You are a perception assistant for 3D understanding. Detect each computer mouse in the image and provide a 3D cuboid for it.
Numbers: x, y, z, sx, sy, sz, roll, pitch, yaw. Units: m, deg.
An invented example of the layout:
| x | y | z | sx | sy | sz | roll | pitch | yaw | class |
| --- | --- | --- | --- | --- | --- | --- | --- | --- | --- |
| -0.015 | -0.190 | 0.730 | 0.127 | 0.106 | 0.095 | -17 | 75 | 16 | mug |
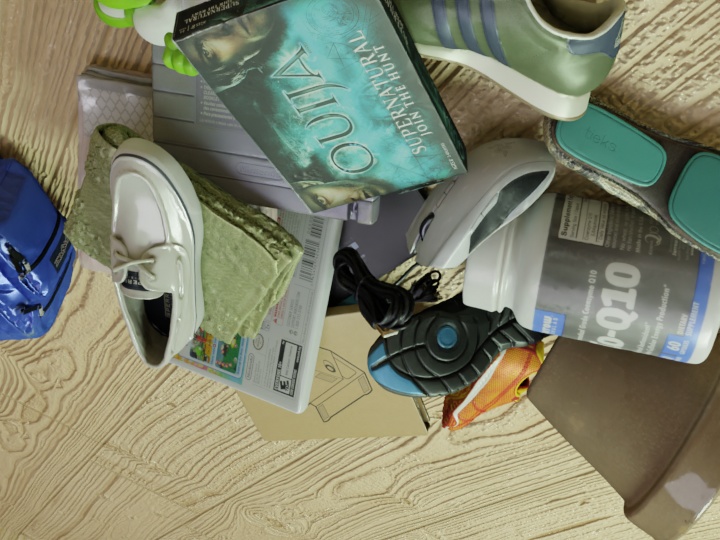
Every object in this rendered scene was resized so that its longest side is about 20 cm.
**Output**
| x | y | z | sx | sy | sz | roll | pitch | yaw | class |
| --- | --- | --- | --- | --- | --- | --- | --- | --- | --- |
| 0.065 | -0.041 | 0.686 | 0.200 | 0.110 | 0.044 | -43 | 124 | 5 | computer mouse |

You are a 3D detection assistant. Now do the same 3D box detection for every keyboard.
| x | y | z | sx | sy | sz | roll | pitch | yaw | class |
| --- | --- | --- | --- | --- | --- | --- | --- | --- | --- |
| 0.000 | 0.000 | 0.830 | 0.198 | 0.021 | 0.128 | -31 | 104 | 28 | keyboard |

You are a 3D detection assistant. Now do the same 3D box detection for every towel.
| x | y | z | sx | sy | sz | roll | pitch | yaw | class |
| --- | --- | --- | --- | --- | --- | --- | --- | --- | --- |
| -0.167 | -0.074 | 0.788 | 0.195 | 0.032 | 0.195 | 11 | 112 | 14 | towel |
| -0.152 | -0.026 | 0.745 | 0.197 | 0.037 | 0.149 | 31 | 133 | -7 | towel |

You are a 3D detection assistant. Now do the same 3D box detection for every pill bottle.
| x | y | z | sx | sy | sz | roll | pitch | yaw | class |
| --- | --- | --- | --- | --- | --- | --- | --- | --- | --- |
| 0.188 | 0.000 | 0.716 | 0.195 | 0.115 | 0.115 | 11 | 145 | 13 | pill bottle |

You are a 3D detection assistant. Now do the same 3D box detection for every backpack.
| x | y | z | sx | sy | sz | roll | pitch | yaw | class |
| --- | --- | --- | --- | --- | --- | --- | --- | --- | --- |
| -0.399 | -0.015 | 0.959 | 0.164 | 0.165 | 0.202 | 1 | 141 | 20 | backpack |

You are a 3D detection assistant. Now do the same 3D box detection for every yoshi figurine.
| x | y | z | sx | sy | sz | roll | pitch | yaw | class |
| --- | --- | --- | --- | --- | --- | --- | --- | --- | --- |
| -0.119 | -0.201 | 0.617 | 0.196 | 0.113 | 0.114 | 8 | 129 | 21 | yoshi figurine |

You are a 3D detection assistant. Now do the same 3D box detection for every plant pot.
| x | y | z | sx | sy | sz | roll | pitch | yaw | class |
| --- | --- | --- | --- | --- | --- | --- | --- | --- | --- |
| 0.251 | 0.113 | 0.798 | 0.173 | 0.201 | 0.202 | 32 | 148 | 12 | plant pot |

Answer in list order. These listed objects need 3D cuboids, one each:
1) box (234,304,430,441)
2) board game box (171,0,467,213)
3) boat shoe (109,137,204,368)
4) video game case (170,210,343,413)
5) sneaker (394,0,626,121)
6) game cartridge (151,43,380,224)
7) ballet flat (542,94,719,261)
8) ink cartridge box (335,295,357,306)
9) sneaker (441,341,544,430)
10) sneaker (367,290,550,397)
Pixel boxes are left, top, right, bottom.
| x | y | z | sx | sy | sz | roll | pitch | yaw | class |
| --- | --- | --- | --- | --- | --- | --- | --- | --- | --- |
| -0.043 | 0.108 | 0.886 | 0.196 | 0.021 | 0.166 | -7 | 126 | 25 | box |
| -0.018 | -0.116 | 0.596 | 0.132 | 0.029 | 0.200 | -13 | 146 | 20 | board game box |
| -0.169 | -0.006 | 0.697 | 0.070 | 0.066 | 0.203 | 15 | 133 | 9 | boat shoe |
| -0.113 | 0.012 | 0.838 | 0.179 | 0.024 | 0.205 | 17 | 105 | 21 | video game case |
| 0.082 | -0.180 | 0.575 | 0.197 | 0.068 | 0.090 | 24 | 138 | -5 | sneaker |
| -0.075 | -0.117 | 0.710 | 0.195 | 0.038 | 0.133 | 11 | 109 | 12 | game cartridge |
| 0.224 | -0.068 | 0.647 | 0.197 | 0.069 | 0.075 | 30 | -173 | 6 | ballet flat |
| -0.099 | 0.035 | 0.926 | 0.196 | 0.067 | 0.118 | 18 | 124 | 3 | ink cartridge box |
| 0.140 | 0.133 | 0.965 | 0.075 | 0.074 | 0.201 | 15 | 150 | -11 | sneaker |
| 0.090 | 0.060 | 0.801 | 0.082 | 0.196 | 0.075 | 3 | 108 | 67 | sneaker |
